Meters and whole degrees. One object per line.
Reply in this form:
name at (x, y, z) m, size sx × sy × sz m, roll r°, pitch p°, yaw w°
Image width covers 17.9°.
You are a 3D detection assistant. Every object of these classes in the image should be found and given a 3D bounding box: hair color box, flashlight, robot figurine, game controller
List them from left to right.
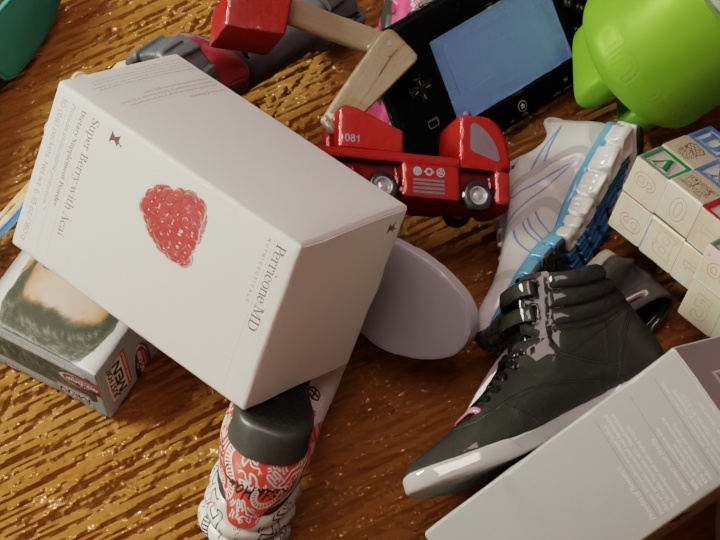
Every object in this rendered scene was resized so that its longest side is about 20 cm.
hair color box at (-0.160, -0.012, 1.545) m, size 0.098 × 0.061 × 0.201 m, roll 24°, pitch 63°, yaw 18°
flashlight at (-0.081, -0.159, 1.591) m, size 0.068 × 0.068 × 0.200 m, roll -3°, pitch 25°, yaw 38°
game controller at (0.093, -0.152, 1.585) m, size 0.199 × 0.042 × 0.105 m, roll -32°, pitch 102°, yaw -27°
robot figurine at (0.230, -0.174, 1.540) m, size 0.175 × 0.200 × 0.116 m, roll 30°, pitch 44°, yaw -25°

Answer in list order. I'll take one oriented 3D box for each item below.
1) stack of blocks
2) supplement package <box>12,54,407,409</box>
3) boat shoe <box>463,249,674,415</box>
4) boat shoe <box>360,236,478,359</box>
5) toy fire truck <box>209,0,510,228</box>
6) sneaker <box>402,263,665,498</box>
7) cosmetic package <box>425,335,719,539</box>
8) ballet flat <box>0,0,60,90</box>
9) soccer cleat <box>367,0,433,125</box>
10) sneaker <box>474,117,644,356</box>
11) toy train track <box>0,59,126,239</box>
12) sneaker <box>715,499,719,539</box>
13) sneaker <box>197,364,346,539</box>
stack of blocks at (0.258, -0.002, 1.483) m, size 0.200 × 0.059 × 0.115 m, roll 42°, pitch 40°, yaw 26°
supplement package at (-0.094, -0.028, 1.418) m, size 0.199 × 0.122 × 0.119 m, roll 33°, pitch 29°, yaw 23°
boat shoe at (0.130, 0.066, 1.473) m, size 0.057 × 0.067 × 0.200 m, roll 28°, pitch 61°, yaw 25°
boat shoe at (0.000, 0.000, 1.519) m, size 0.199 × 0.073 × 0.066 m, roll 19°, pitch 18°, yaw 28°
toy fire truck at (0.002, -0.108, 1.494) m, size 0.198 × 0.049 × 0.142 m, roll 4°, pitch 76°, yaw -16°
sneaker at (0.092, 0.063, 1.401) m, size 0.199 × 0.071 × 0.100 m, roll -26°, pitch 83°, yaw -25°
cosmetic package at (0.147, 0.128, 1.349) m, size 0.200 × 0.107 × 0.090 m, roll -42°, pitch 76°, yaw 24°
ballet flat at (-0.283, -0.144, 1.635) m, size 0.068 × 0.068 × 0.201 m, roll 12°, pitch 59°, yaw 21°
soccer cleat at (0.051, -0.179, 1.631) m, size 0.086 × 0.070 × 0.202 m, roll 14°, pitch 66°, yaw -17°
sneaker at (0.114, -0.026, 1.538) m, size 0.086 × 0.075 × 0.201 m, roll 17°, pitch 55°, yaw 25°
toy train track at (-0.222, -0.077, 1.576) m, size 0.200 × 0.033 × 0.115 m, roll -50°, pitch 23°, yaw -8°
sneaker at (0.249, 0.124, 1.414) m, size 0.075 × 0.092 × 0.202 m, roll -2°, pitch 58°, yaw 2°
sneaker at (-0.057, 0.101, 1.464) m, size 0.067 × 0.109 × 0.202 m, roll 18°, pitch 25°, yaw 0°
